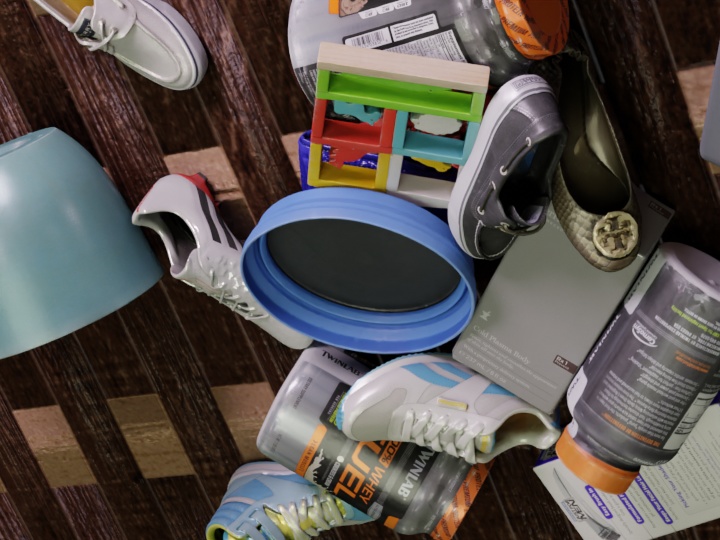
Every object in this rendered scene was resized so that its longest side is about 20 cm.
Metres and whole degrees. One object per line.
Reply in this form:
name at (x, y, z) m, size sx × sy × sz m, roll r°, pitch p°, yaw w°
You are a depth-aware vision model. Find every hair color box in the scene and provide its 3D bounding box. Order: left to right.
hair color box at (0.264, 0.168, 1.804) m, size 0.199 × 0.065 × 0.110 m, roll -24°, pitch 110°, yaw 34°

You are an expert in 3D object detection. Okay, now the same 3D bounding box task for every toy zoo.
toy zoo at (0.026, -0.102, 1.615) m, size 0.130 × 0.021 × 0.200 m, roll 9°, pitch 149°, yaw 0°

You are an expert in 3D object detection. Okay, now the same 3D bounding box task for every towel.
towel at (0.018, -0.023, 1.776) m, size 0.147 × 0.050 × 0.201 m, roll 13°, pitch 137°, yaw 18°

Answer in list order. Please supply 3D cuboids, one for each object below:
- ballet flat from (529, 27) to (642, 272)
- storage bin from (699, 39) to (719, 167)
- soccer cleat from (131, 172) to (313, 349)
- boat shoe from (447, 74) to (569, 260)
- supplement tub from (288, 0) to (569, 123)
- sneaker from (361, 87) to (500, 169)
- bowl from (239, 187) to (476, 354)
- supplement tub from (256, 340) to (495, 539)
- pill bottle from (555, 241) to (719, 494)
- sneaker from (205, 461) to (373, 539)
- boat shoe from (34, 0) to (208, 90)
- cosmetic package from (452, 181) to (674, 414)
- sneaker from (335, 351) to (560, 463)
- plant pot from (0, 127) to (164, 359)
ballet flat at (0.177, -0.098, 1.614) m, size 0.046 × 0.067 × 0.201 m, roll 152°, pitch 105°, yaw -72°
storage bin at (0.330, -0.137, 1.519) m, size 0.134 × 0.146 × 0.201 m, roll 22°, pitch 130°, yaw 24°
soccer cleat at (-0.122, 0.001, 1.842) m, size 0.200 × 0.085 × 0.069 m, roll 50°, pitch 135°, yaw -1°
boat shoe at (0.121, -0.063, 1.596) m, size 0.066 × 0.070 × 0.201 m, roll 60°, pitch 151°, yaw 30°
supplement tub at (0.053, -0.191, 1.604) m, size 0.199 × 0.123 × 0.123 m, roll -12°, pitch 117°, yaw 29°
sneaker at (0.073, -0.121, 1.678) m, size 0.199 × 0.085 × 0.077 m, roll 9°, pitch 125°, yaw 20°
bowl at (0.000, 0.000, 1.725) m, size 0.199 × 0.040 × 0.201 m, roll 9°, pitch 147°, yaw 6°
supplement tub at (0.016, 0.158, 1.877) m, size 0.199 × 0.123 × 0.123 m, roll 29°, pitch 130°, yaw 4°
pill bottle at (0.238, 0.086, 1.690) m, size 0.106 × 0.106 × 0.201 m, roll 32°, pitch 109°, yaw 2°
sneaker at (-0.057, 0.241, 1.965) m, size 0.199 × 0.131 × 0.080 m, roll -10°, pitch 117°, yaw 30°
boat shoe at (-0.222, -0.216, 1.763) m, size 0.200 × 0.070 × 0.071 m, roll 41°, pitch 130°, yaw -5°
cosmetic package at (0.168, 0.010, 1.725) m, size 0.106 × 0.090 × 0.201 m, roll 30°, pitch 133°, yaw 8°
sneaker at (0.078, 0.122, 1.786) m, size 0.198 × 0.081 × 0.077 m, roll -6°, pitch 137°, yaw -14°
plant pot at (-0.298, -0.032, 1.857) m, size 0.200 × 0.200 × 0.162 m, roll -14°, pitch 104°, yaw 33°
